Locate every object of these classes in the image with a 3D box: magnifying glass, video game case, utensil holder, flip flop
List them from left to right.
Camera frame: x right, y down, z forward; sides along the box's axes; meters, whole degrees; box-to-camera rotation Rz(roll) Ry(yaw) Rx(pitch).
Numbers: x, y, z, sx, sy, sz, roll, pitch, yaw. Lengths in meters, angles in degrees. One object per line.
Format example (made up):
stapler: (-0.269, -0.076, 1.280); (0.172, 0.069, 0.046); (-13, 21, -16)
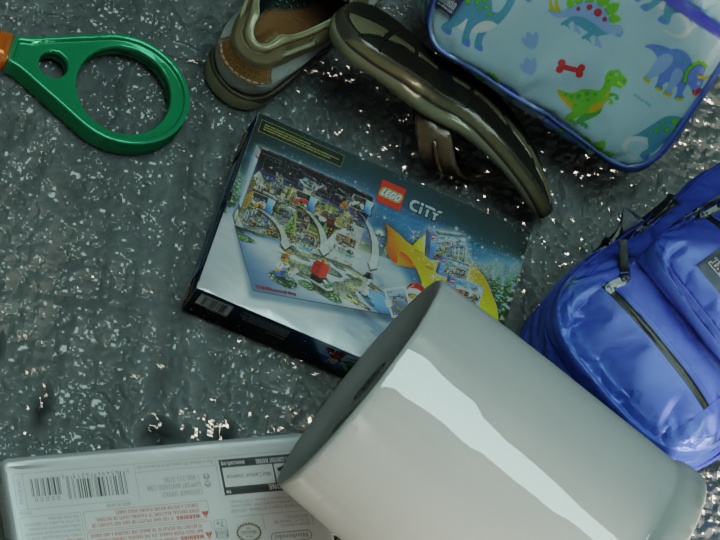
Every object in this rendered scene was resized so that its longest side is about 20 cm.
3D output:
magnifying glass: (-0.205, -0.131, 1.544); (0.200, 0.022, 0.080); (20, 61, -14)
video game case: (-0.105, 0.191, 1.429); (0.199, 0.023, 0.182); (-3, 67, -24)
flip flop: (0.050, -0.100, 1.601); (0.200, 0.058, 0.081); (35, 23, -23)
utensil holder: (0.076, 0.127, 1.436); (0.200, 0.170, 0.170); (39, 58, -4)

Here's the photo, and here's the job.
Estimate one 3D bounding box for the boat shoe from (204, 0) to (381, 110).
boat shoe: (-0.025, -0.189, 1.612); (0.075, 0.068, 0.200); (36, 58, -2)

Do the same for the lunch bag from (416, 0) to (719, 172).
lunch bag: (0.150, -0.177, 1.616); (0.200, 0.082, 0.161); (35, 100, -13)

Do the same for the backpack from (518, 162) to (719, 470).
backpack: (0.203, 0.033, 1.544); (0.200, 0.168, 0.163); (-33, 75, -27)

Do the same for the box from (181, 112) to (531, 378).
box: (0.000, 0.000, 1.551); (0.200, 0.038, 0.137); (24, 60, -10)
